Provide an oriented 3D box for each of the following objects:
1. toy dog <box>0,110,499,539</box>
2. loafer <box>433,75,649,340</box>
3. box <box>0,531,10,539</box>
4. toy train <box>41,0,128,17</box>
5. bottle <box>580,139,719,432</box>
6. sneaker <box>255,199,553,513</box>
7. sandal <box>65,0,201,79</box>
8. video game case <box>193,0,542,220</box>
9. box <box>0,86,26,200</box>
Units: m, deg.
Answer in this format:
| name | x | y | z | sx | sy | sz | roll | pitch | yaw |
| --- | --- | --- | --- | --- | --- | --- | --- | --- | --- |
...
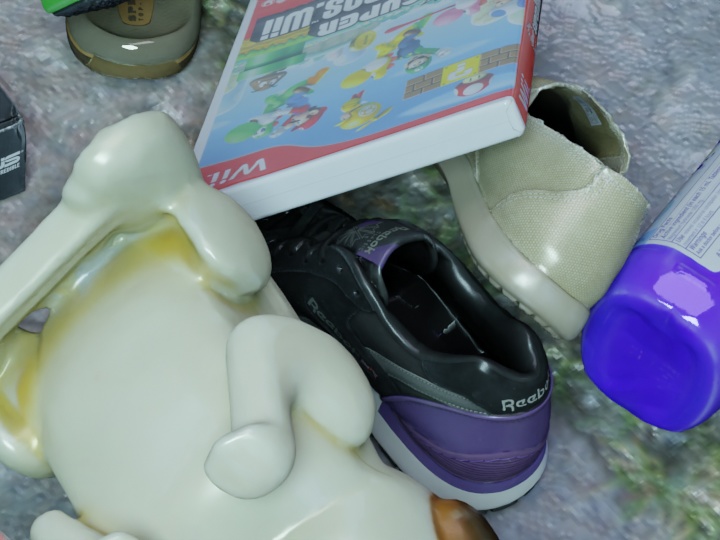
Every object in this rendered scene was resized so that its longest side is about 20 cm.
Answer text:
| name | x | y | z | sx | sy | sz | roll | pitch | yaw |
| --- | --- | --- | --- | --- | --- | --- | --- | --- | --- |
| toy dog | -0.046 | 0.078 | 0.781 | 0.139 | 0.194 | 0.200 | -40 | 72 | -1 |
| loafer | 0.068 | -0.047 | 0.898 | 0.068 | 0.076 | 0.200 | -40 | 34 | 12 |
| box | -0.105 | 0.205 | 0.689 | 0.200 | 0.107 | 0.152 | 37 | 57 | 23 |
| toy train | -0.067 | -0.153 | 0.988 | 0.199 | 0.042 | 0.057 | -21 | 93 | -44 |
| bottle | 0.165 | -0.025 | 0.912 | 0.065 | 0.084 | 0.200 | 33 | 57 | 14 |
| sneaker | 0.000 | 0.000 | 0.875 | 0.200 | 0.088 | 0.076 | 37 | 57 | 23 |
| sandal | -0.109 | -0.173 | 1.028 | 0.080 | 0.054 | 0.201 | -4 | 52 | -8 |
| video game case | 0.006 | -0.090 | 0.917 | 0.142 | 0.018 | 0.200 | -17 | 29 | 18 |
| box | -0.257 | -0.084 | 0.944 | 0.160 | 0.044 | 0.200 | -23 | 56 | -26 |
